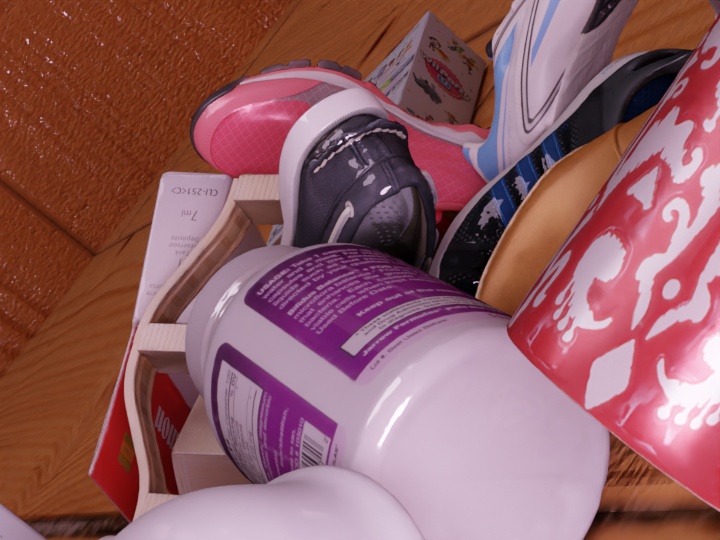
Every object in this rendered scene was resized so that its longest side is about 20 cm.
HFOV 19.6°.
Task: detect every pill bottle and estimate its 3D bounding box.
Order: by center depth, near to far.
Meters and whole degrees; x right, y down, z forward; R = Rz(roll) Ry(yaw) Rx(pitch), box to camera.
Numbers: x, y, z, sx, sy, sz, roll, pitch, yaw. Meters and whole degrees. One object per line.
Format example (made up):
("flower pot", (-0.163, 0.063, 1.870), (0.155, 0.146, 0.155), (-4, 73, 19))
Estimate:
("pill bottle", (0.004, 0.052, 0.837), (0.112, 0.112, 0.200), (-52, 30, -5))

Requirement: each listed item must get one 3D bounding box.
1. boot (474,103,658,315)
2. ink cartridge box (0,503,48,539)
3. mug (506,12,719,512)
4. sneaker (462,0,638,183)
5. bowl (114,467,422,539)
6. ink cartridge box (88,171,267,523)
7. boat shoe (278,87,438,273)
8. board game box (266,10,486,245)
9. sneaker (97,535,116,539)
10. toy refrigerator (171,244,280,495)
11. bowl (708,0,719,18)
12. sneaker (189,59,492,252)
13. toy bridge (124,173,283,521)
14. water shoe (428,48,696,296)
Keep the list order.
("boot", (0.129, -0.029, 0.835), (0.201, 0.071, 0.144), (-46, 8, 0))
("ink cartridge box", (-0.145, 0.198, 0.852), (0.083, 0.200, 0.147), (-37, 18, 48))
("mug", (0.146, -0.024, 0.619), (0.200, 0.133, 0.178), (-53, 9, 7))
("sneaker", (0.102, -0.131, 1.034), (0.072, 0.072, 0.200), (-5, -64, -59))
("bowl", (-0.061, 0.157, 0.687), (0.201, 0.090, 0.201), (-33, 50, 49))
("ink cartridge box", (-0.083, 0.068, 1.161), (0.200, 0.045, 0.176), (67, -150, -62))
("boat shoe", (0.000, 0.000, 0.980), (0.076, 0.060, 0.200), (-30, -30, -12))
("board game box", (0.012, -0.083, 1.491), (0.148, 0.064, 0.200), (-44, 14, 26))
("sneaker", (-0.105, 0.192, 1.051), (0.116, 0.074, 0.200), (-42, 26, 29))
("toy refrigerator", (-0.031, 0.066, 1.109), (0.076, 0.070, 0.200), (0, 31, 14))
("bowl", (0.220, -0.216, 1.038), (0.201, 0.090, 0.201), (-47, 11, 12))
("sneaker", (0.009, -0.048, 1.080), (0.087, 0.200, 0.074), (-86, 12, -53))
("toy bridge", (-0.079, 0.038, 1.029), (0.067, 0.027, 0.200), (0, 61, 26))
("water shoe", (0.099, -0.029, 0.957), (0.200, 0.071, 0.079), (-55, 14, -18))
